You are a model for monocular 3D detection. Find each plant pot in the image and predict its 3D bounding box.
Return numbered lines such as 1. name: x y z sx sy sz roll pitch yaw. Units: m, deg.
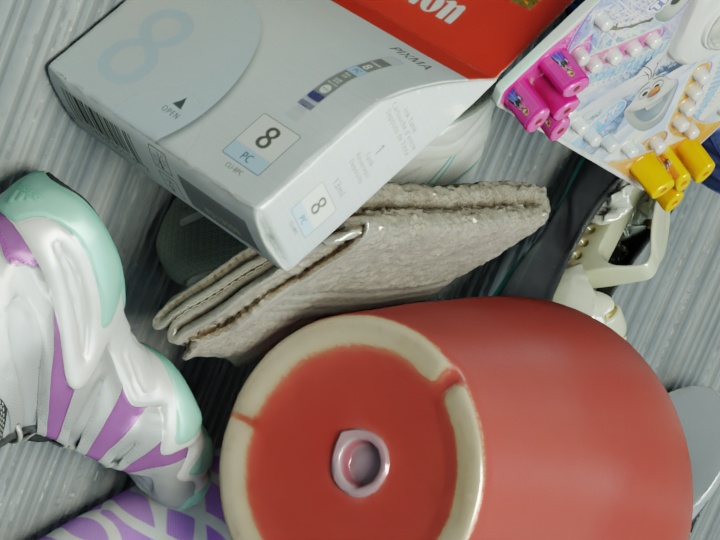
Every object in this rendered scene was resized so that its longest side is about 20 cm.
1. plant pot: 0.037 0.100 1.245 0.177 0.200 0.201 15 104 -60

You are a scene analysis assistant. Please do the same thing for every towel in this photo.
1. towel: 0.000 0.000 1.239 0.132 0.035 0.200 -32 166 29

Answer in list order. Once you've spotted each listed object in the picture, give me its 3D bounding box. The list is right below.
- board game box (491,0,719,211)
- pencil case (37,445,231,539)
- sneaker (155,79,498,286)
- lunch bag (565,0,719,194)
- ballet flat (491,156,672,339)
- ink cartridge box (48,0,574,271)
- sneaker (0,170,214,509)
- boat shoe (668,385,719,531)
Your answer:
1. board game box: 0.175 -0.117 1.195 0.200 0.026 0.200 -42 155 13
2. pencil case: -0.121 0.160 1.296 0.199 0.084 0.085 -26 171 -29
3. sneaker: -0.011 -0.033 1.285 0.200 0.070 0.081 -29 141 -25
4. lunch bag: 0.199 -0.147 1.360 0.200 0.136 0.133 -42 136 -13
5. ballet flat: 0.119 0.004 1.385 0.201 0.073 0.073 -57 143 -29
6. ink cartridge box: -0.018 -0.109 1.161 0.200 0.160 0.047 -43 137 -15
7. sneaker: -0.158 0.065 1.208 0.140 0.078 0.201 -38 126 -17
8. boat shoe: 0.167 0.162 1.578 0.201 0.070 0.066 -60 156 -1
